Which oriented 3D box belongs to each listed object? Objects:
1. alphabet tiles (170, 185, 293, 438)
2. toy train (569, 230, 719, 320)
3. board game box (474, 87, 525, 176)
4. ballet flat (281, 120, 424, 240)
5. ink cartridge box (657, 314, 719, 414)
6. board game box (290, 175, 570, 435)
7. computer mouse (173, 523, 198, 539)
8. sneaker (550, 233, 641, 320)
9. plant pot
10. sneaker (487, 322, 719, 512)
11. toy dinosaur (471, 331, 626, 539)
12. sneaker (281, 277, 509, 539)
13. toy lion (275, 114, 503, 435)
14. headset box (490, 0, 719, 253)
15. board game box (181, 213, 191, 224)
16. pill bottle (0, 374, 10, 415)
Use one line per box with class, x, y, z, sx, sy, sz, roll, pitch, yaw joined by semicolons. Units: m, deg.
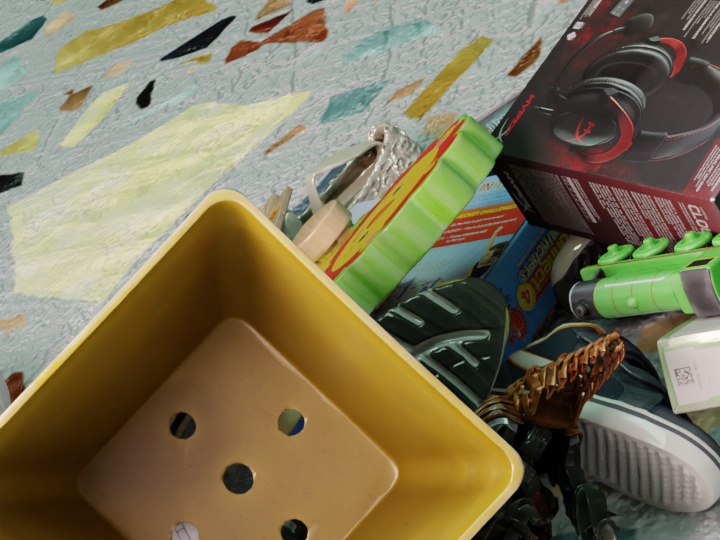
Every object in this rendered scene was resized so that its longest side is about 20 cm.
alphabet tiles;-0.096;0.037;1.527;0.167;0.006;0.200;-55;13;35
toy train;0.187;0.002;1.208;0.056;0.042;0.200;-34;14;-36
board game box;0.143;-0.117;1.539;0.200;0.028;0.135;-33;-9;-4
ballet flat;-0.032;-0.035;1.616;0.200;0.072;0.072;-44;30;-21
ink cartridge box;0.273;0.021;1.184;0.199;0.048;0.145;-11;7;32
board game box;0.030;0.026;1.444;0.200;0.056;0.196;-9;34;46
computer mouse;-0.099;0.176;1.360;0.110;0.044;0.200;-34;28;-4
sneaker;0.183;-0.039;1.417;0.200;0.070;0.093;-41;22;-20
plant pot;-0.063;0.104;1.135;0.200;0.200;0.176;-47;-1;-6
sneaker;0.139;0.074;1.256;0.079;0.078;0.200;-49;31;-19
toy dinosaur;0.080;0.108;1.183;0.102;0.200;0.136;-2;45;-4
sneaker;0.024;0.084;1.287;0.200;0.078;0.090;-57;-12;20
toy lion;0.000;0.000;1.303;0.200;0.069;0.192;-53;8;-33
headset box;0.193;-0.086;1.310;0.200;0.075;0.149;17;63;46
board game box;-0.141;0.095;1.372;0.200;0.041;0.200;117;178;-60
pill bottle;-0.300;0.144;1.534;0.114;0.114;0.200;-23;29;15
